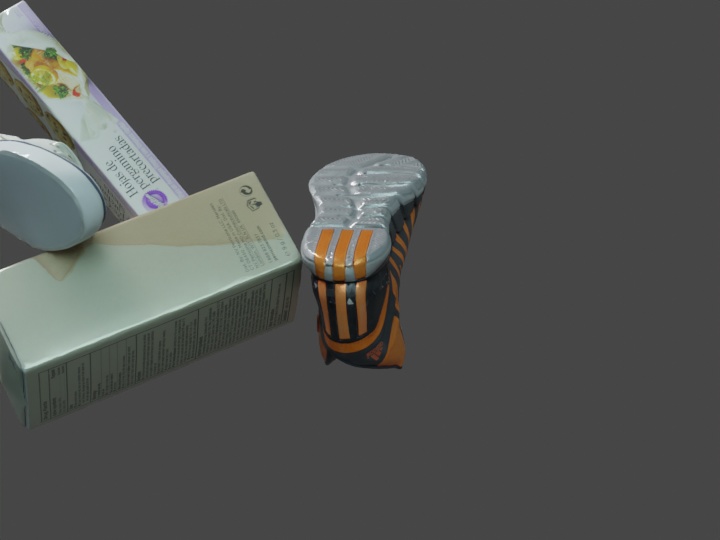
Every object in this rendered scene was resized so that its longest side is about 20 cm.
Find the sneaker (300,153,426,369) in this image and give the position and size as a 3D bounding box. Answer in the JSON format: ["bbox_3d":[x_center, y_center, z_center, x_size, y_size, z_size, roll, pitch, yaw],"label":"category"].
[{"bbox_3d":[0.000,0.000,1.643,0.078,0.112,0.200,3,27,13],"label":"sneaker"}]

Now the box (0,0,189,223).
[{"bbox_3d":[-0.192,-0.102,1.689,0.039,0.041,0.200,-34,72,-21],"label":"box"}]

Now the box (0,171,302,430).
[{"bbox_3d":[-0.145,0.020,1.602,0.200,0.095,0.078,-21,66,-18],"label":"box"}]

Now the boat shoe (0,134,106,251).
[{"bbox_3d":[-0.218,-0.061,1.604,0.070,0.200,0.071,-31,113,-33],"label":"boat shoe"}]
